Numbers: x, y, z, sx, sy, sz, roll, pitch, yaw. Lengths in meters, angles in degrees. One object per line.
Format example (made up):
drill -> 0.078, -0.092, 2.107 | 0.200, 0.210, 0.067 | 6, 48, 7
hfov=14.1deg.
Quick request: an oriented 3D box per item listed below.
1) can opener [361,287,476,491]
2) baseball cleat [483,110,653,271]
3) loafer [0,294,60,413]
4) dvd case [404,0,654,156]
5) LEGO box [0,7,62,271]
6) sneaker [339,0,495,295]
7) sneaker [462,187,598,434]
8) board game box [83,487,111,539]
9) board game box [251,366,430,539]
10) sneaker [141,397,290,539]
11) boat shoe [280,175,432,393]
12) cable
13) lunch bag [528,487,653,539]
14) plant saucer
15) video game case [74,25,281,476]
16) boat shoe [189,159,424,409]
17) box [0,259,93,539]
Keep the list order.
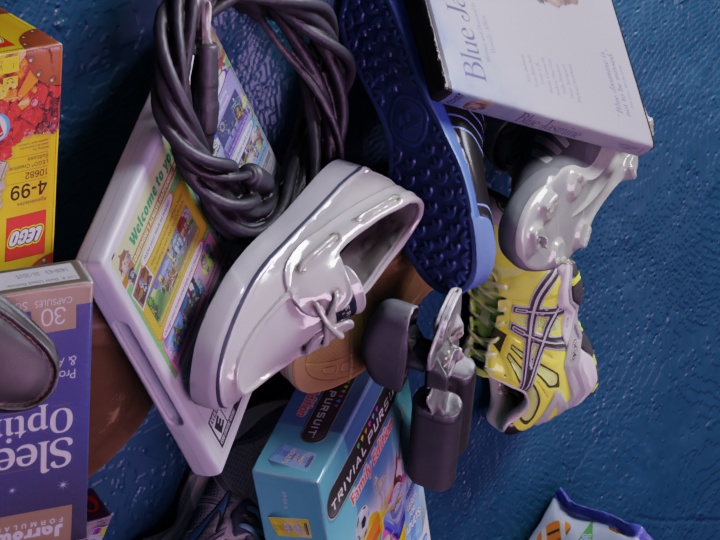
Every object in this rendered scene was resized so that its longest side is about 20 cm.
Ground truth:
can opener -> 0.036, 0.071, 1.805 | 0.200, 0.067, 0.054 | 92, 18, -61
baseball cleat -> 0.112, -0.058, 1.857 | 0.200, 0.106, 0.070 | -40, 135, -53
loafer -> -0.236, 0.029, 1.476 | 0.199, 0.072, 0.073 | 22, 94, -29
dvd case -> 0.099, -0.152, 1.805 | 0.199, 0.143, 0.018 | 11, 147, -45
LEGO box -> -0.265, -0.050, 1.552 | 0.199, 0.077, 0.150 | -15, 121, -37
sneaker -> 0.053, -0.086, 1.777 | 0.078, 0.070, 0.201 | -11, 84, -46
sneaker -> 0.103, 0.032, 1.932 | 0.076, 0.075, 0.201 | -39, 131, -21
board game box -> -0.249, 0.194, 1.703 | 0.199, 0.032, 0.120 | -10, 142, -39
board game box -> -0.009, 0.151, 1.848 | 0.151, 0.047, 0.201 | -62, 153, -44
sneaker -> -0.078, 0.173, 1.828 | 0.200, 0.086, 0.078 | -53, 135, -12
boat shoe -> 0.000, 0.000, 1.808 | 0.200, 0.069, 0.074 | -44, 145, -37
cable -> -0.057, -0.097, 1.694 | 0.200, 0.051, 0.164 | 60, 38, -46
lunch bag -> 0.175, 0.281, 2.092 | 0.200, 0.124, 0.170 | 40, 82, -38
plant saucer -> -0.192, 0.083, 1.669 | 0.199, 0.030, 0.200 | -28, 151, -17
video game case -> -0.094, -0.014, 1.696 | 0.182, 0.022, 0.201 | 64, 34, -41
boat shoe -> -0.028, 0.013, 1.694 | 0.200, 0.065, 0.072 | -49, 149, -43
box -> -0.208, 0.095, 1.590 | 0.121, 0.032, 0.201 | -9, 123, -22
